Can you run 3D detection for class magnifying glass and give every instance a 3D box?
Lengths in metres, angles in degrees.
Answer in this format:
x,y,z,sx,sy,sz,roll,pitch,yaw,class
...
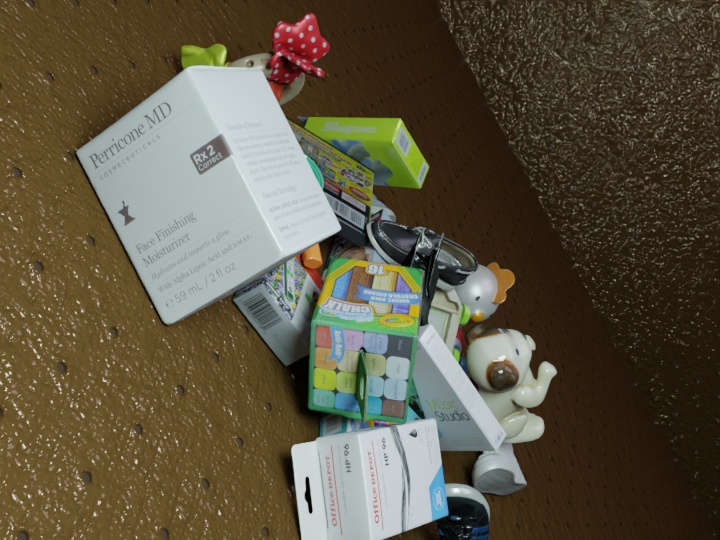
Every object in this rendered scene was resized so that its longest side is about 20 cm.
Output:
x,y,z,sx,sy,sz,roll,pitch,yaw,class
-0.077,-0.087,1.137,0.078,0.022,0.203,16,46,-31,magnifying glass

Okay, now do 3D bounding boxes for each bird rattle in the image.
x,y,z,sx,sy,sz,roll,pitch,yaw,class
-0.134,-0.259,1.131,0.163,0.197,0.115,76,-10,-81,bird rattle

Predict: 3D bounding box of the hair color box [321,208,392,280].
x,y,z,sx,sy,sz,roll,pitch,yaw,class
0.000,0.000,1.240,0.061,0.098,0.201,52,24,-22,hair color box

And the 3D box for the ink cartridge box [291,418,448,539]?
x,y,z,sx,sy,sz,roll,pitch,yaw,class
0.015,0.239,0.972,0.198,0.067,0.119,2,77,-52,ink cartridge box

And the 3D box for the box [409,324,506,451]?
x,y,z,sx,sy,sz,roll,pitch,yaw,class
0.096,0.168,1.194,0.036,0.143,0.202,-46,109,-35,box

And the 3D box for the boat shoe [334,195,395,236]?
x,y,z,sx,sy,sz,roll,pitch,yaw,class
-0.018,-0.098,1.372,0.072,0.070,0.199,46,18,26,boat shoe

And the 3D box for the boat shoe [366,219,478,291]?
x,y,z,sx,sy,sz,roll,pitch,yaw,class
0.092,-0.030,1.238,0.198,0.060,0.075,29,41,-35,boat shoe

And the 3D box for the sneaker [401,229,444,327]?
x,y,z,sx,sy,sz,roll,pitch,yaw,class
0.078,0.031,1.182,0.201,0.059,0.106,91,14,-68,sneaker

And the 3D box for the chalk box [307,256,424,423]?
x,y,z,sx,sy,sz,roll,pitch,yaw,class
0.005,0.091,1.005,0.201,0.121,0.127,-74,170,-61,chalk box

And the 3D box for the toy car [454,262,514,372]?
x,y,z,sx,sy,sz,roll,pitch,yaw,class
0.164,0.063,1.405,0.184,0.198,0.179,43,29,-38,toy car

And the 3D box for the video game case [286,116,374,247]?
x,y,z,sx,sy,sz,roll,pitch,yaw,class
-0.069,-0.139,1.247,0.198,0.026,0.182,30,34,-17,video game case

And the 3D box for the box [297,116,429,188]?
x,y,z,sx,sy,sz,roll,pitch,yaw,class
-0.003,-0.188,1.356,0.122,0.197,0.048,50,56,-49,box

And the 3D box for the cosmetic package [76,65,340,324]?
x,y,z,sx,sy,sz,roll,pitch,yaw,class
-0.153,-0.083,0.904,0.203,0.163,0.165,61,22,-1,cosmetic package

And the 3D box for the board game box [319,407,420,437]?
x,y,z,sx,sy,sz,roll,pitch,yaw,class
0.024,0.216,1.123,0.200,0.046,0.153,49,26,-31,board game box

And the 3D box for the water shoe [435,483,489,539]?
x,y,z,sx,sy,sz,roll,pitch,yaw,class
0.138,0.358,1.129,0.080,0.070,0.202,-78,156,-45,water shoe

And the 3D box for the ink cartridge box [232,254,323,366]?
x,y,z,sx,sy,sz,roll,pitch,yaw,class
-0.089,0.014,1.089,0.110,0.050,0.201,54,24,-22,ink cartridge box

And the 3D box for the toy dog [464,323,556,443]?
x,y,z,sx,sy,sz,roll,pitch,yaw,class
0.208,0.166,1.352,0.202,0.189,0.141,89,-12,-48,toy dog

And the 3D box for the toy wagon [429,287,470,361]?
x,y,z,sx,sy,sz,roll,pitch,yaw,class
0.079,0.103,1.292,0.152,0.039,0.204,18,81,-20,toy wagon

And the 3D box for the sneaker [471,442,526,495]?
x,y,z,sx,sy,sz,roll,pitch,yaw,class
0.214,0.303,1.431,0.200,0.073,0.118,43,26,-61,sneaker
